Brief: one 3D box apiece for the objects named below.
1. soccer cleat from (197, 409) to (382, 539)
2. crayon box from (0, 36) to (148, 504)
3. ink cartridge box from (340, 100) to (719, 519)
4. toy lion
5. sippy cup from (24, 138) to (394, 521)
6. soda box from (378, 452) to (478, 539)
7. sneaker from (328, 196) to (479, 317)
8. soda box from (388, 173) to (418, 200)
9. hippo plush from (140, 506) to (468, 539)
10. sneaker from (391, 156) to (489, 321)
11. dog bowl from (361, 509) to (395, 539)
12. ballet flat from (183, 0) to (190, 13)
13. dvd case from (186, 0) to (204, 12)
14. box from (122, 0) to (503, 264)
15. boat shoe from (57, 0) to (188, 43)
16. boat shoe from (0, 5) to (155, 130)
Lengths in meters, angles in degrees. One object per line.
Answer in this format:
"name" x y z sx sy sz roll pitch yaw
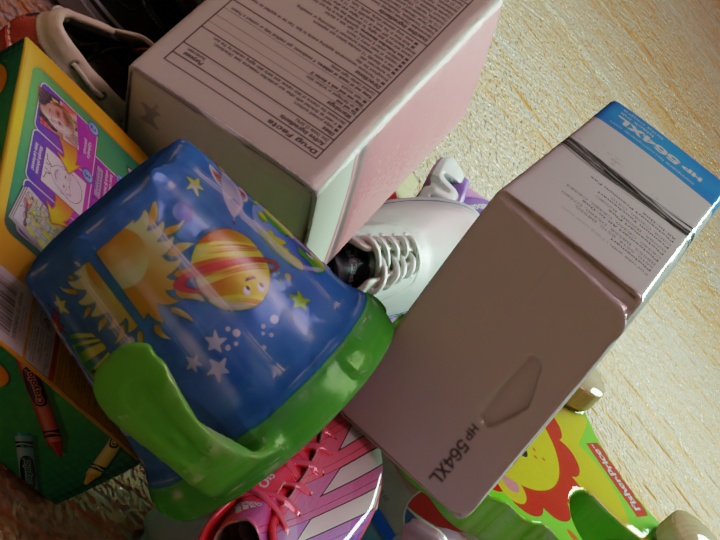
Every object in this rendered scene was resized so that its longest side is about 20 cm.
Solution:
"soccer cleat" -0.036 0.111 0.760 0.201 0.066 0.077 -73 151 -45
"crayon box" -0.157 -0.004 0.833 0.119 0.058 0.201 46 29 -37
"ink cartridge box" 0.091 0.012 0.840 0.084 0.147 0.200 40 27 8
"toy lion" 0.090 0.109 0.913 0.191 0.069 0.201 5 45 -56
"sippy cup" -0.075 0.019 0.763 0.131 0.140 0.178 50 -18 -11
"soda box" 0.073 0.164 1.014 0.201 0.070 0.063 59 23 -11
"sneaker" 0.000 0.000 1.023 0.198 0.071 0.074 -15 96 -27
"soda box" -0.020 -0.036 1.154 0.068 0.064 0.200 58 23 -15
"hippo plush" -0.017 0.164 0.832 0.199 0.160 0.161 -2 68 -65
"sneaker" 0.048 0.020 1.126 0.088 0.081 0.201 30 61 -1
"dog bowl" -0.013 0.121 1.025 0.201 0.049 0.112 58 24 -15
"ballet flat" -0.080 -0.132 1.141 0.067 0.046 0.202 33 39 -51
"dvd case" -0.114 -0.207 1.072 0.149 0.016 0.202 77 -7 -60
"box" -0.028 -0.101 0.972 0.127 0.109 0.200 34 54 13
"boat shoe" -0.150 -0.190 1.018 0.200 0.070 0.073 43 29 -46
"boat shoe" -0.140 -0.107 0.971 0.199 0.062 0.072 11 54 -64
